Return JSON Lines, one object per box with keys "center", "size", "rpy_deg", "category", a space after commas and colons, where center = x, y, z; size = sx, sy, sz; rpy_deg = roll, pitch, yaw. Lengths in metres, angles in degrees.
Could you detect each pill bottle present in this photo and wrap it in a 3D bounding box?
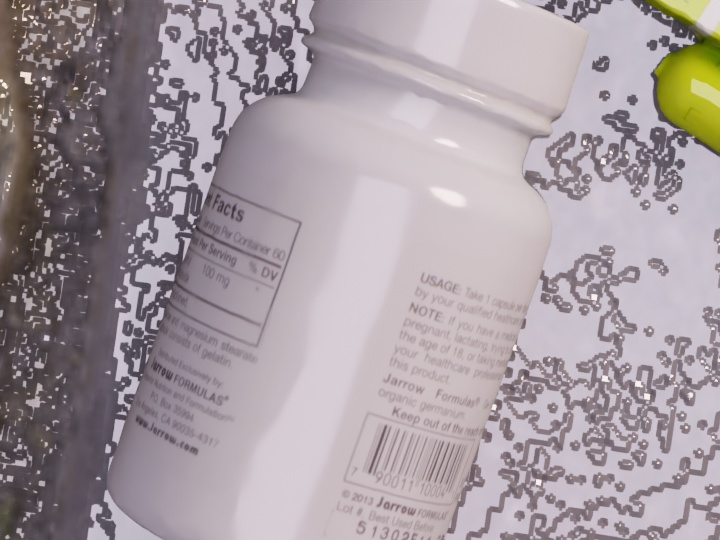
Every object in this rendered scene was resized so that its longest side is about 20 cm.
{"center": [0.000, 0.000, 0.976], "size": [0.114, 0.114, 0.201], "rpy_deg": [20, 93, 2], "category": "pill bottle"}

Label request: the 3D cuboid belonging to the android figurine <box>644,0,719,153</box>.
{"center": [0.168, -0.117, 0.999], "size": [0.199, 0.041, 0.183], "rpy_deg": [31, 94, 1], "category": "android figurine"}
